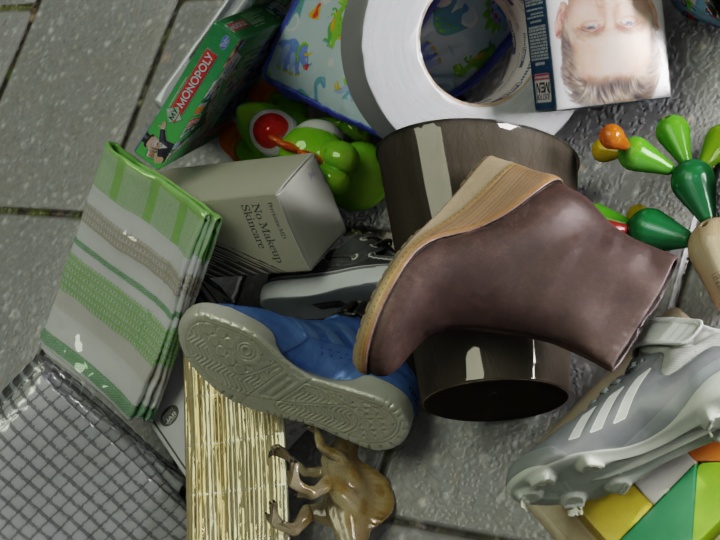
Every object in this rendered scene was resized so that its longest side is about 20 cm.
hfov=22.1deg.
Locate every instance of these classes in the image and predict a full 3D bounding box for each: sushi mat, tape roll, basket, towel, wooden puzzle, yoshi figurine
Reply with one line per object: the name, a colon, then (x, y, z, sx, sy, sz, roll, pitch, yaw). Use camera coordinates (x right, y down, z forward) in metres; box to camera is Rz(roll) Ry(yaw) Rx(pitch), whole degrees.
sushi mat: (-0.103, 0.140, 1.501, 0.095, 0.012, 0.201, -12, 68, 21)
tape roll: (0.087, -0.185, 1.496, 0.201, 0.200, 0.066, -58, 15, -6)
basket: (0.096, 0.005, 1.417, 0.136, 0.180, 0.201, -25, 59, 45)
towel: (-0.201, 0.011, 1.563, 0.149, 0.031, 0.201, 32, 113, 31)
towel: (-0.251, 0.191, 1.549, 0.166, 0.200, 0.086, -46, 21, 1)
wooden puzzle: (0.214, 0.142, 1.322, 0.185, 0.037, 0.200, -46, 46, 6)
yoshi figurine: (-0.040, -0.099, 1.639, 0.112, 0.113, 0.200, -17, 25, -22)

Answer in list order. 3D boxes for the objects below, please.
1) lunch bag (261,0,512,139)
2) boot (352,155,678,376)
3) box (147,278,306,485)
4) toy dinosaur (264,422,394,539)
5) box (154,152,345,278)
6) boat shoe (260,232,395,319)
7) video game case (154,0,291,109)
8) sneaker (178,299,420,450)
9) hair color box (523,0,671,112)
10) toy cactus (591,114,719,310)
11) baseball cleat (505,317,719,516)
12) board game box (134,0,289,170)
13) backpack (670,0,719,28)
lunch bag: (0.028, -0.213, 1.611, 0.200, 0.128, 0.170, -50, 45, -12)
boot: (0.108, 0.025, 1.300, 0.166, 0.072, 0.200, 33, 75, 18)
box: (-0.135, 0.096, 1.599, 0.117, 0.060, 0.200, -46, 46, 6)
toy dinosaur: (-0.018, 0.182, 1.441, 0.058, 0.101, 0.201, -52, 33, 45)
box: (-0.118, -0.043, 1.577, 0.199, 0.082, 0.068, -5, 30, 37)
boat shoe: (0.000, 0.000, 1.554, 0.199, 0.070, 0.067, -8, 62, 43)
video game case: (-0.120, -0.210, 1.699, 0.022, 0.200, 0.182, 35, 88, 2)
sneaker: (-0.042, 0.063, 1.480, 0.111, 0.199, 0.077, -64, -6, -56)
hair color box: (0.181, -0.230, 1.453, 0.061, 0.100, 0.201, -161, 64, -77)
toy cactus: (0.257, -0.053, 1.377, 0.199, 0.102, 0.166, -22, 62, 15)
baseball cleat: (0.191, 0.099, 1.306, 0.199, 0.070, 0.107, -22, 50, 13)
board game box: (-0.124, -0.166, 1.622, 0.029, 0.200, 0.135, 35, 107, 2)
backpack: (0.315, -0.272, 1.424, 0.200, 0.134, 0.183, 31, 84, 46)
